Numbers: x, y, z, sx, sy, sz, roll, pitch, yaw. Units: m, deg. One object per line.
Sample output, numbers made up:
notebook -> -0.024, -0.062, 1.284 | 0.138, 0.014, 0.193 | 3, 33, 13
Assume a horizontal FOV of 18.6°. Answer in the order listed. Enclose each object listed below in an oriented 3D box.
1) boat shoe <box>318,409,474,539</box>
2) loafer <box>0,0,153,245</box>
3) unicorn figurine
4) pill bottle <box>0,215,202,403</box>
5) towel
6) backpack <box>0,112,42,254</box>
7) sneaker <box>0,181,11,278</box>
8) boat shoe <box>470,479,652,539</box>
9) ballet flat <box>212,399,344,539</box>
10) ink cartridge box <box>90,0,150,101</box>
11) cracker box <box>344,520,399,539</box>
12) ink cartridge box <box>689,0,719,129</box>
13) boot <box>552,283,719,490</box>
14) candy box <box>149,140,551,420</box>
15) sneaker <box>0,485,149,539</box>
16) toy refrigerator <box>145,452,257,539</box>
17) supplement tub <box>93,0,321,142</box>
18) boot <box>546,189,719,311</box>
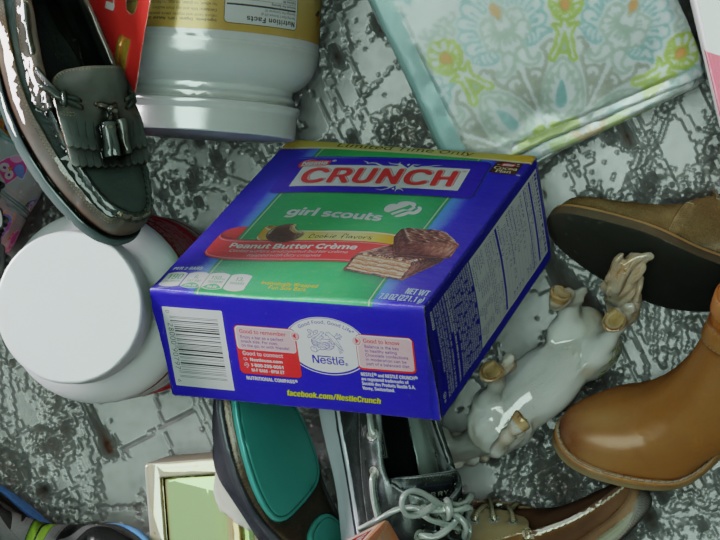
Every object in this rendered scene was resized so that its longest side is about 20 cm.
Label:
boat shoe -> 0.032, 0.136, 1.275 | 0.073, 0.068, 0.200 | -1, 74, -35
loafer -> -0.164, -0.112, 1.215 | 0.063, 0.072, 0.201 | -40, 70, 34
unicorn figurine -> 0.096, 0.070, 1.316 | 0.199, 0.137, 0.074 | -26, 76, -6
pill bottle -> -0.146, 0.021, 1.305 | 0.112, 0.200, 0.113 | 0, 90, 9
towel -> 0.096, -0.165, 1.324 | 0.171, 0.048, 0.201 | -25, 102, 7
backpack -> -0.287, -0.088, 1.355 | 0.199, 0.167, 0.127 | 27, 89, 2
sneaker -> -0.252, -0.092, 1.259 | 0.090, 0.066, 0.201 | -2, 79, -15
boat shoe -> 0.083, 0.174, 1.334 | 0.199, 0.076, 0.072 | -32, 83, 6
ballet flat -> -0.047, 0.146, 1.297 | 0.073, 0.073, 0.201 | -28, 102, 8
ink cartridge box -> -0.181, -0.196, 1.288 | 0.050, 0.200, 0.162 | 3, 104, -31
cracker box -> -0.036, 0.245, 1.259 | 0.200, 0.058, 0.134 | -30, 93, 28
ink cartridge box -> 0.301, -0.146, 1.293 | 0.199, 0.083, 0.147 | -13, 88, 9
boot -> 0.208, 0.050, 1.272 | 0.199, 0.155, 0.074 | -8, 49, 0
candy box -> 0.000, 0.000, 1.265 | 0.168, 0.200, 0.077 | 4, 117, 22
sneaker -> -0.202, 0.183, 1.351 | 0.199, 0.083, 0.071 | 17, 107, 27
toy refrigerator -> -0.084, 0.215, 1.362 | 0.075, 0.070, 0.201 | -4, 89, 9
supplement tub -> -0.094, -0.181, 1.325 | 0.144, 0.144, 0.201 | 4, 91, 9
boot -> 0.214, -0.020, 1.328 | 0.199, 0.074, 0.076 | 14, 63, 12
